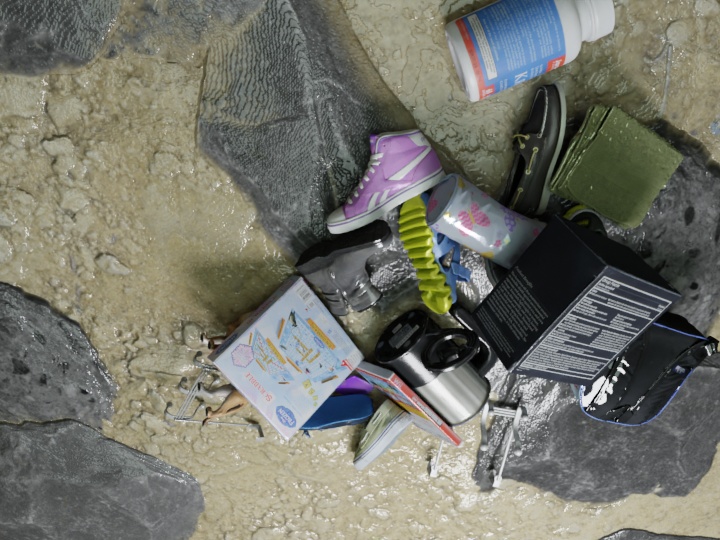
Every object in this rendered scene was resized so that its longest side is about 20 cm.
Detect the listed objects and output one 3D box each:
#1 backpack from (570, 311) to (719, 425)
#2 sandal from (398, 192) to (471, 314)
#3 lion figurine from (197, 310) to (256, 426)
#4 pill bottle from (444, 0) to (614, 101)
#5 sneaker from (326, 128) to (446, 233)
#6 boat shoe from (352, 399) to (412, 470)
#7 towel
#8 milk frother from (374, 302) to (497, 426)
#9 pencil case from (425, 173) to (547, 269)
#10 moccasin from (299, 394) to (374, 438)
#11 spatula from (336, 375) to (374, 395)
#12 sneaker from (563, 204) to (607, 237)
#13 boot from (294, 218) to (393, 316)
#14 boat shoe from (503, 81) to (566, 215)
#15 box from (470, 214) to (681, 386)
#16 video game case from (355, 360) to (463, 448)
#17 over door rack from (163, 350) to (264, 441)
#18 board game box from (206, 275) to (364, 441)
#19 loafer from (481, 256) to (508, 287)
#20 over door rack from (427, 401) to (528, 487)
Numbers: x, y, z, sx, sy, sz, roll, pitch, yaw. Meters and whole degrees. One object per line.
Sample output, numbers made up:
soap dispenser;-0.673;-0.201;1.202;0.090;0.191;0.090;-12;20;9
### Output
backpack;0.452;0.151;0.972;0.183;0.147;0.200;16;112;-9
sandal;0.125;-0.035;0.933;0.087;0.079;0.200;-28;111;-27
lion figurine;-0.211;0.167;0.987;0.122;0.072;0.201;5;95;-36
pill bottle;0.223;-0.315;0.761;0.200;0.112;0.112;-20;115;12
sneaker;0.018;-0.145;0.876;0.200;0.073;0.114;-31;109;3
boat shoe;0.033;0.317;1.103;0.062;0.072;0.200;49;130;20
towel;0.385;-0.153;0.858;0.200;0.037;0.149;18;110;-26
milk frother;0.150;0.172;0.955;0.180;0.200;0.188;-39;111;17
pencil case;0.195;-0.067;0.855;0.200;0.083;0.091;25;94;-17
moccasin;-0.074;0.274;1.060;0.199;0.081;0.068;7;144;-16
spatula;-0.059;0.178;1.059;0.056;0.021;0.200;-38;109;22
sneaker;0.332;-0.007;0.929;0.074;0.085;0.200;12;116;-5
boot;0.000;0.000;0.930;0.200;0.070;0.132;-18;120;41
boat shoe;0.257;-0.176;0.852;0.060;0.072;0.202;-1;119;-4
box;0.308;0.050;0.826;0.200;0.123;0.199;15;122;-35
video game case;0.083;0.238;1.031;0.200;0.143;0.017;46;72;-20
over door rack;-0.244;0.232;1.070;0.200;0.067;0.148;22;115;-25
board game box;-0.120;0.148;0.972;0.200;0.041;0.200;-44;114;-20
loafer;0.239;0.012;0.951;0.072;0.063;0.200;-25;100;-16
over door rack;0.227;0.343;1.106;0.147;0.067;0.200;10;116;-4
